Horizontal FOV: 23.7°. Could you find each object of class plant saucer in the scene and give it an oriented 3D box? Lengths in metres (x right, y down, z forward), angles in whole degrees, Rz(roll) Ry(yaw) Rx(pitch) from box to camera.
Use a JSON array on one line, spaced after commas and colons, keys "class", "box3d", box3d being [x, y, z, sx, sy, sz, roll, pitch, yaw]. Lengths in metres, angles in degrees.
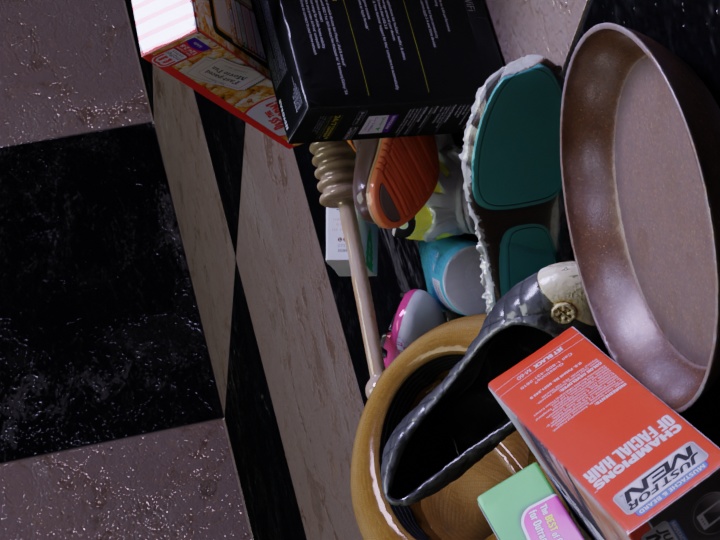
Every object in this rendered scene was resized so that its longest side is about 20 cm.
[{"class": "plant saucer", "box3d": [0.152, -0.028, 0.871, 0.200, 0.034, 0.201, 170, 90, -79]}]

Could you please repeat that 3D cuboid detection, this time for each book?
[{"class": "book", "box3d": [-0.009, -0.101, 1.342, 0.134, 0.048, 0.200, 47, -137, -83]}]

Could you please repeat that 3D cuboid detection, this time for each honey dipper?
[{"class": "honey dipper", "box3d": [0.000, 0.000, 1.233, 0.038, 0.038, 0.200, 118, 142, -72]}]

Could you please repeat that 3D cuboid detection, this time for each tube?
[{"class": "tube", "box3d": [0.068, 0.002, 1.288, 0.200, 0.050, 0.078, -157, 62, -81]}]

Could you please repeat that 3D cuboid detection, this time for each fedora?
[{"class": "fedora", "box3d": [0.083, 0.129, 1.138, 0.200, 0.082, 0.201, -20, 58, 36]}]

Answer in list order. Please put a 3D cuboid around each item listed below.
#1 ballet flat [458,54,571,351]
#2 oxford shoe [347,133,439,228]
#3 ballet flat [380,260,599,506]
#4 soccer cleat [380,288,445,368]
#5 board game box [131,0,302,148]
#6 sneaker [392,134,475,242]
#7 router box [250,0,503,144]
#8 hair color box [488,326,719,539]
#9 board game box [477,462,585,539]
[{"class": "ballet flat", "box3d": [0.093, -0.043, 1.051, 0.072, 0.072, 0.200, -121, 24, -60]}, {"class": "oxford shoe", "box3d": [0.013, -0.097, 1.206, 0.200, 0.073, 0.071, -75, -33, -48]}, {"class": "ballet flat", "box3d": [0.083, 0.074, 1.044, 0.200, 0.066, 0.057, -52, 5, 26]}, {"class": "soccer cleat", "box3d": [0.064, 0.084, 1.299, 0.200, 0.086, 0.070, 85, -154, -55]}, {"class": "board game box", "box3d": [-0.091, -0.187, 1.183, 0.200, 0.046, 0.152, 29, -135, -60]}, {"class": "sneaker", "box3d": [0.037, -0.071, 1.283, 0.200, 0.076, 0.076, -134, 33, -72]}, {"class": "router box", "box3d": [0.003, -0.186, 1.149, 0.051, 0.149, 0.200, 127, 133, -58]}, {"class": "hair color box", "box3d": [0.144, 0.115, 0.870, 0.111, 0.064, 0.200, 56, 176, -21]}, {"class": "board game box", "box3d": [0.144, 0.220, 0.927, 0.153, 0.040, 0.200, 56, -178, -45]}]
